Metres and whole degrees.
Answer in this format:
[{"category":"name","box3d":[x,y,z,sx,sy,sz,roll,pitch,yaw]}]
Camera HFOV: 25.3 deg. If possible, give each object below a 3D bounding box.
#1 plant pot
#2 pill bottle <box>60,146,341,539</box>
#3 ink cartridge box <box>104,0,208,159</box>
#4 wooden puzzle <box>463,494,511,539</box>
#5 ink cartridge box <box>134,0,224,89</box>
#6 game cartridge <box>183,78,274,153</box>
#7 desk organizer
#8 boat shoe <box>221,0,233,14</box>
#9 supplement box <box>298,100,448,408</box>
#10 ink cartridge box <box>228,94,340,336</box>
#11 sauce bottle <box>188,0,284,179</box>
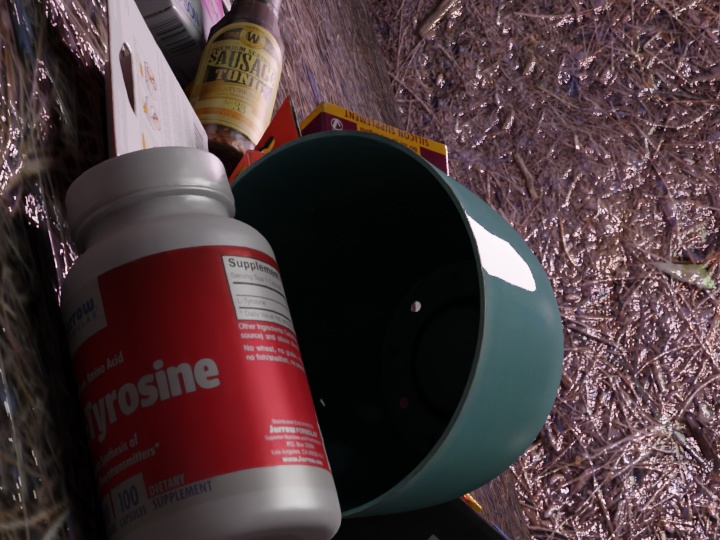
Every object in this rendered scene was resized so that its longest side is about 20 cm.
[{"category":"plant pot","box3d":[0.020,0.041,0.886,0.161,0.200,0.202,18,51,-55]},{"category":"pill bottle","box3d":[-0.085,0.046,0.790,0.112,0.111,0.202,53,19,-67]},{"category":"ink cartridge box","box3d":[-0.135,-0.069,0.981,0.174,0.043,0.201,63,11,-46]},{"category":"wooden puzzle","box3d":[0.085,0.201,1.226,0.200,0.046,0.185,51,0,16]},{"category":"ink cartridge box","box3d":[-0.155,-0.247,1.286,0.196,0.043,0.202,50,24,-70]},{"category":"game cartridge","box3d":[-0.048,-0.058,1.298,0.200,0.032,0.176,46,-3,21]},{"category":"desk organizer","box3d":[0.022,0.157,0.979,0.200,0.072,0.077,40,-12,30]},{"category":"boat shoe","box3d":[-0.130,-0.285,1.453,0.072,0.067,0.201,-118,-173,-63]},{"category":"supplement box","box3d":[0.000,0.000,1.101,0.110,0.086,0.202,16,54,-29]},{"category":"ink cartridge box","box3d":[-0.072,-0.016,1.058,0.050,0.109,0.201,11,46,-28]},{"category":"sauce bottle","box3d":[-0.093,-0.151,1.213,0.066,0.065,0.201,62,28,-49]}]
